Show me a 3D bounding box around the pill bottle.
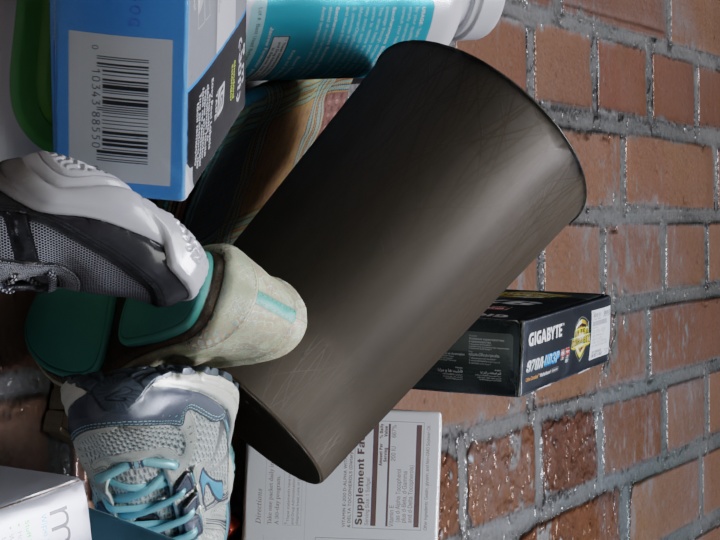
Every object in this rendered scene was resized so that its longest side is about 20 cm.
[{"bbox_3d":[-0.018,-0.161,1.055,0.199,0.111,0.112,-4,94,-30],"label":"pill bottle"}]

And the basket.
[{"bbox_3d":[0.000,0.000,0.995,0.136,0.180,0.200,44,75,-9],"label":"basket"}]

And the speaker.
[{"bbox_3d":[-0.162,-0.126,0.879,0.088,0.088,0.202,22,70,-63],"label":"speaker"}]

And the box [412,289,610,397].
[{"bbox_3d":[0.036,0.038,1.163,0.159,0.198,0.046,-10,102,-63],"label":"box"}]

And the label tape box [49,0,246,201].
[{"bbox_3d":[-0.086,-0.136,0.875,0.200,0.065,0.144,-66,161,-65],"label":"label tape box"}]

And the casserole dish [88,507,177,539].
[{"bbox_3d":[-0.081,0.171,0.826,0.039,0.199,0.122,-37,119,-31],"label":"casserole dish"}]

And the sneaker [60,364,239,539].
[{"bbox_3d":[-0.089,0.104,0.880,0.200,0.077,0.087,78,9,-66],"label":"sneaker"}]

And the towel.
[{"bbox_3d":[-0.063,-0.044,1.095,0.200,0.022,0.148,-35,148,-60],"label":"towel"}]

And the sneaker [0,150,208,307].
[{"bbox_3d":[-0.168,0.004,0.779,0.075,0.199,0.115,133,-25,-71],"label":"sneaker"}]

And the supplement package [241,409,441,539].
[{"bbox_3d":[-0.014,0.180,1.099,0.156,0.110,0.202,106,-13,-85],"label":"supplement package"}]

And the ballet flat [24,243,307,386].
[{"bbox_3d":[-0.094,0.030,0.896,0.062,0.199,0.068,22,75,-30],"label":"ballet flat"}]

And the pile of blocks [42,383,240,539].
[{"bbox_3d":[-0.100,0.110,1.034,0.082,0.062,0.201,-66,146,-41],"label":"pile of blocks"}]

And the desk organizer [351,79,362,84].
[{"bbox_3d":[-0.035,-0.207,1.164,0.200,0.071,0.077,59,37,-48],"label":"desk organizer"}]

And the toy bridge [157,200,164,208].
[{"bbox_3d":[-0.105,-0.066,1.064,0.200,0.027,0.068,-31,117,-61],"label":"toy bridge"}]

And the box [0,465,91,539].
[{"bbox_3d":[-0.191,0.195,0.763,0.176,0.096,0.202,-17,106,-51],"label":"box"}]
